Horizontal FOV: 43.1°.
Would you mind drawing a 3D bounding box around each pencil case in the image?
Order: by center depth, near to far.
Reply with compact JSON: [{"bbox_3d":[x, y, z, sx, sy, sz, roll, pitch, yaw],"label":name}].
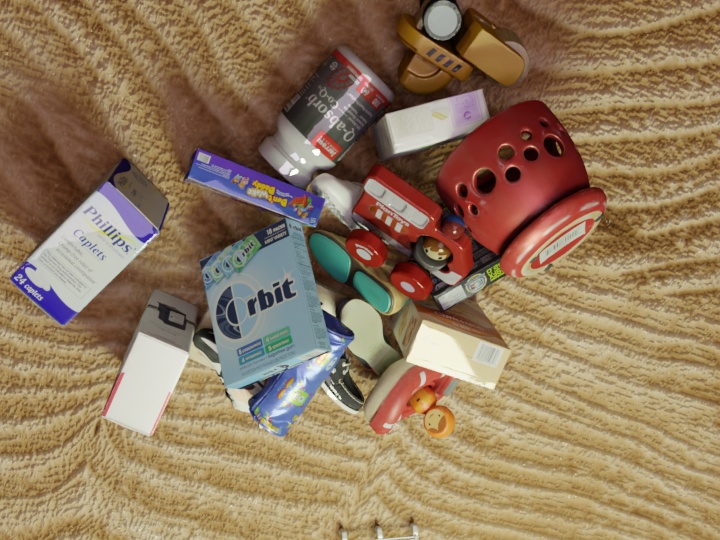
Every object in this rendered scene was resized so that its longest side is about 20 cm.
[{"bbox_3d":[-0.092,0.149,1.355,0.086,0.078,0.201,27,102,-41],"label":"pencil case"}]

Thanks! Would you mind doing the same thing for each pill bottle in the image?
[{"bbox_3d":[-0.053,-0.225,1.363,0.116,0.116,0.200,40,98,-18],"label":"pill bottle"}]

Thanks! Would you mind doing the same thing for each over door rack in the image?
[{"bbox_3d":[0.035,0.561,1.646,0.145,0.067,0.203,-3,88,-8],"label":"over door rack"}]

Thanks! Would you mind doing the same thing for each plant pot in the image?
[{"bbox_3d":[0.232,-0.108,1.280,0.199,0.200,0.183,-36,69,4],"label":"plant pot"}]

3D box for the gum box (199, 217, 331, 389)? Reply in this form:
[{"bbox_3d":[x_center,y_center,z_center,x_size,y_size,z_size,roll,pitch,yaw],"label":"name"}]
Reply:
[{"bbox_3d":[-0.142,0.050,1.329,0.168,0.044,0.203,-23,69,25],"label":"gum box"}]

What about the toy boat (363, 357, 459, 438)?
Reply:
[{"bbox_3d":[0.103,0.215,1.479,0.198,0.131,0.131,-16,146,-41],"label":"toy boat"}]

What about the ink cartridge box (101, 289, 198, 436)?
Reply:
[{"bbox_3d":[-0.317,0.135,1.394,0.083,0.200,0.146,24,103,-12],"label":"ink cartridge box"}]

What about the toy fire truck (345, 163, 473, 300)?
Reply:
[{"bbox_3d":[0.077,-0.057,1.310,0.199,0.168,0.113,35,68,0],"label":"toy fire truck"}]

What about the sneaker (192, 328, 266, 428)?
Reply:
[{"bbox_3d":[-0.191,0.172,1.418,0.080,0.074,0.200,-43,108,8],"label":"sneaker"}]

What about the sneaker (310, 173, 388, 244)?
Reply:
[{"bbox_3d":[-0.002,-0.104,1.410,0.081,0.076,0.200,-49,140,2],"label":"sneaker"}]

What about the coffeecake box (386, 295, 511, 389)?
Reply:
[{"bbox_3d":[0.133,0.094,1.449,0.152,0.200,0.074,19,105,-14],"label":"coffeecake box"}]

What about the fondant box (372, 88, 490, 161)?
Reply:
[{"bbox_3d":[0.100,-0.211,1.344,0.142,0.200,0.059,-15,96,-4],"label":"fondant box"}]

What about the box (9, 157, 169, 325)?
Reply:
[{"bbox_3d":[-0.388,-0.047,1.332,0.200,0.184,0.105,-43,108,7],"label":"box"}]

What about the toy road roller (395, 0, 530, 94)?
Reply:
[{"bbox_3d":[0.140,-0.320,1.365,0.198,0.123,0.147,29,115,-14],"label":"toy road roller"}]

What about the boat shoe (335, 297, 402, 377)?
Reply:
[{"bbox_3d":[0.006,0.104,1.466,0.071,0.063,0.201,-42,135,-7],"label":"boat shoe"}]

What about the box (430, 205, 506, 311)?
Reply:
[{"bbox_3d":[0.175,-0.047,1.431,0.198,0.161,0.044,-31,135,1],"label":"box"}]

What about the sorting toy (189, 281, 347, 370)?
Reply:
[{"bbox_3d":[-0.150,0.082,1.471,0.198,0.070,0.200,27,102,-15],"label":"sorting toy"}]

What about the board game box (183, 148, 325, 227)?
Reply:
[{"bbox_3d":[-0.162,-0.122,1.366,0.198,0.134,0.045,21,89,-14],"label":"board game box"}]

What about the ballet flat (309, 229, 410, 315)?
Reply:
[{"bbox_3d":[0.000,0.000,1.441,0.063,0.200,0.069,-20,142,-43],"label":"ballet flat"}]

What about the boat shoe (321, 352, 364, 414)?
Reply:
[{"bbox_3d":[-0.051,0.138,1.432,0.060,0.074,0.201,-37,101,9],"label":"boat shoe"}]
